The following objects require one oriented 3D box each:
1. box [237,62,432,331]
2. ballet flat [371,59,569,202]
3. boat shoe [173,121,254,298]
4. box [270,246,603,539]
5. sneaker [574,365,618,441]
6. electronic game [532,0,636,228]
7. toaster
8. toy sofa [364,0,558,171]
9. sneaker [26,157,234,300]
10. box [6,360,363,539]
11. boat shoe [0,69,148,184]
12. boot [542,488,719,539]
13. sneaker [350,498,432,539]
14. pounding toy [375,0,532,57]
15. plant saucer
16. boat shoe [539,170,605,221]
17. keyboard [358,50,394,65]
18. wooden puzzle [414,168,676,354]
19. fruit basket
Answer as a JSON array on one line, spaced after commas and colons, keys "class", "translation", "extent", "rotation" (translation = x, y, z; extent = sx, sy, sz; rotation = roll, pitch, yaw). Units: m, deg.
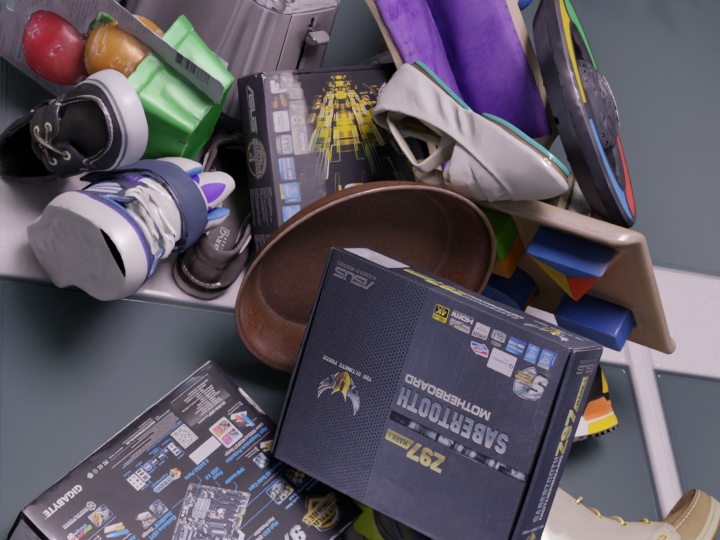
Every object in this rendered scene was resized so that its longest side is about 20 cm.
[{"class": "box", "translation": [-0.010, -0.061, 1.352], "extent": [0.161, 0.049, 0.200], "rotation": [-7, 93, -32]}, {"class": "ballet flat", "translation": [0.074, -0.088, 1.244], "extent": [0.069, 0.069, 0.200], "rotation": [-7, 31, -32]}, {"class": "boat shoe", "translation": [-0.098, -0.066, 1.366], "extent": [0.067, 0.057, 0.200], "rotation": [23, 49, -11]}, {"class": "box", "translation": [0.047, 0.089, 1.152], "extent": [0.200, 0.158, 0.051], "rotation": [24, 14, 31]}, {"class": "sneaker", "translation": [0.123, 0.095, 1.322], "extent": [0.200, 0.070, 0.090], "rotation": [-4, 81, -50]}, {"class": "electronic game", "translation": [0.181, -0.128, 1.356], "extent": [0.200, 0.042, 0.200], "rotation": [-18, 90, -75]}, {"class": "toaster", "translation": [-0.108, -0.217, 1.402], "extent": [0.200, 0.129, 0.114], "rotation": [41, 34, 24]}, {"class": "toy sofa", "translation": [0.084, -0.170, 1.341], "extent": [0.098, 0.083, 0.200], "rotation": [-54, 129, -47]}, {"class": "sneaker", "translation": [-0.148, -0.044, 1.226], "extent": [0.146, 0.200, 0.081], "rotation": [-29, 101, -22]}, {"class": "box", "translation": [-0.117, 0.175, 1.184], "extent": [0.159, 0.046, 0.200], "rotation": [44, 48, 8]}, {"class": "boat shoe", "translation": [-0.213, -0.095, 1.248], "extent": [0.057, 0.200, 0.069], "rotation": [-26, 97, -28]}, {"class": "boot", "translation": [0.176, 0.195, 1.310], "extent": [0.155, 0.072, 0.200], "rotation": [43, 51, 9]}, {"class": "sneaker", "translation": [0.041, 0.110, 1.227], "extent": [0.074, 0.081, 0.200], "rotation": [-9, 101, -36]}, {"class": "pounding toy", "translation": [0.089, -0.186, 1.490], "extent": [0.142, 0.184, 0.200], "rotation": [18, 49, 1]}, {"class": "plant saucer", "translation": [0.000, 0.000, 1.254], "extent": [0.200, 0.200, 0.037], "rotation": [1, 44, -27]}, {"class": "boat shoe", "translation": [0.176, -0.036, 1.422], "extent": [0.068, 0.075, 0.200], "rotation": [35, 9, 1]}, {"class": "keyboard", "translation": [0.062, -0.090, 1.422], "extent": [0.200, 0.056, 0.011], "rotation": [67, 19, -8]}, {"class": "wooden puzzle", "translation": [0.139, 0.003, 1.314], "extent": [0.185, 0.200, 0.046], "rotation": [19, 71, 28]}, {"class": "fruit basket", "translation": [-0.194, -0.163, 1.305], "extent": [0.200, 0.185, 0.094], "rotation": [41, 64, 4]}]
